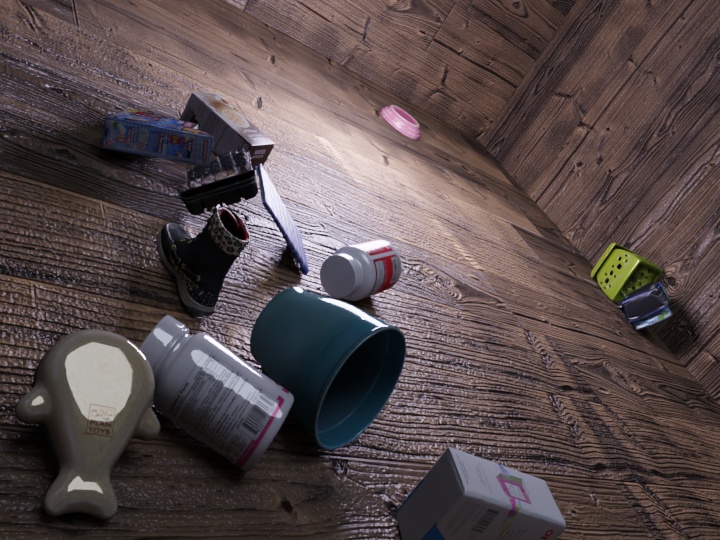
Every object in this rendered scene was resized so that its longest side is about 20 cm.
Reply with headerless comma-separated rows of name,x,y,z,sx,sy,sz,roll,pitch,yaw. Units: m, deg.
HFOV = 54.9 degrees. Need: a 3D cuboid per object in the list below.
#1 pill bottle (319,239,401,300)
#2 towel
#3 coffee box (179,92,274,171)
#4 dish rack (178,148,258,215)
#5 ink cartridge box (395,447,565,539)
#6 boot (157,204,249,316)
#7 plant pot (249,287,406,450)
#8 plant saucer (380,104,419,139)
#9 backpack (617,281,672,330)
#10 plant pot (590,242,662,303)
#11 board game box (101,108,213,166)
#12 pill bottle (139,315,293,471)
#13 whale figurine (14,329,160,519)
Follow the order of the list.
pill bottle,0.000,0.000,1.443,0.112,0.113,0.199,43,24,16
towel,-0.160,-0.100,1.393,0.146,0.023,0.202,-109,173,-50
coffee box,-0.314,-0.327,1.641,0.199,0.080,0.114,41,24,10
dish rack,-0.280,-0.189,1.372,0.149,0.056,0.202,-16,38,-4
ink cartridge box,0.171,0.356,0.990,0.197,0.146,0.085,25,24,-24
boot,-0.253,-0.048,1.122,0.072,0.155,0.205,11,34,-43
plant pot,-0.062,0.129,1.044,0.186,0.204,0.198,31,18,30
plant saucer,0.177,-0.635,2.934,0.198,0.051,0.202,30,25,-15
backpack,1.100,0.137,2.665,0.150,0.181,0.199,63,24,5
plant pot,1.079,0.012,2.843,0.196,0.203,0.182,16,24,-37
board game box,-0.386,-0.263,1.374,0.194,0.063,0.200,12,16,-9
pill bottle,-0.193,0.154,0.888,0.198,0.114,0.114,36,23,-3
whale figurine,-0.301,0.170,0.761,0.157,0.103,0.205,18,54,-36
